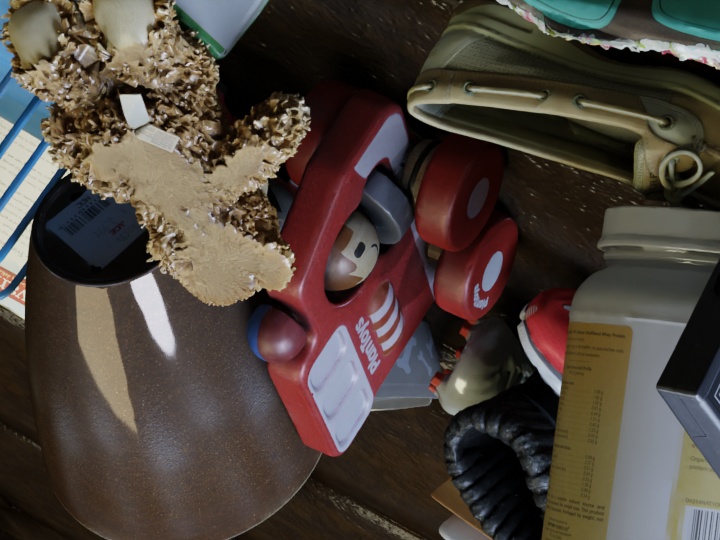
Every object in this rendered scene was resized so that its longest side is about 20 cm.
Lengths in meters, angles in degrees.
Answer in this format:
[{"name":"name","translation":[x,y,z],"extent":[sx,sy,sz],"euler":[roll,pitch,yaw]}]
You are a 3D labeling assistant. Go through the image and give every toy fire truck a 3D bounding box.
[{"name":"toy fire truck","translation":[0.000,0.000,1.107],"extent":[0.111,0.169,0.200],"euler":[23,158,22]}]

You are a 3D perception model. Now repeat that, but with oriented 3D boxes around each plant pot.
[{"name":"plant pot","translation":[-0.124,0.033,1.150],"extent":[0.186,0.187,0.201],"euler":[22,149,25]}]

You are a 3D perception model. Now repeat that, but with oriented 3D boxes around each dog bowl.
[{"name":"dog bowl","translation":[-0.038,0.068,1.349],"extent":[0.198,0.059,0.200],"euler":[-3,173,0]}]

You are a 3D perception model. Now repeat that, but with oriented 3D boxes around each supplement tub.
[{"name":"supplement tub","translation":[0.165,0.077,0.942],"extent":[0.143,0.202,0.145],"euler":[8,178,0]}]

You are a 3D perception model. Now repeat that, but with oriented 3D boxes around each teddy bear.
[{"name":"teddy bear","translation":[-0.098,-0.074,0.982],"extent":[0.144,0.067,0.200],"euler":[-30,120,33]}]

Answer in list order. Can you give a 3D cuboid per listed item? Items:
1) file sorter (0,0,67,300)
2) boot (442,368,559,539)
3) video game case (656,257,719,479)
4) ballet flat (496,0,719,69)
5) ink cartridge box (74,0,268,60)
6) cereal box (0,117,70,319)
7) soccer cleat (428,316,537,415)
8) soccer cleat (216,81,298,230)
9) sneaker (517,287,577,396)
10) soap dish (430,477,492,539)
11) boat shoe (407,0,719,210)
[{"name":"file sorter","translation":[-0.235,-0.086,1.082],"extent":[0.138,0.123,0.200],"euler":[29,162,11]},{"name":"boot","translation":[0.159,0.137,1.166],"extent":[0.210,0.158,0.080],"euler":[36,120,15]},{"name":"video game case","translation":[0.213,0.033,0.856],"extent":[0.025,0.182,0.200],"euler":[9,150,43]},{"name":"ballet flat","translation":[0.125,-0.114,0.813],"extent":[0.199,0.076,0.064],"euler":[26,175,26]},{"name":"ink cartridge box","translation":[-0.146,-0.174,1.041],"extent":[0.146,0.083,0.199],"euler":[41,159,-22]},{"name":"cereal box","translation":[-0.238,-0.083,1.285],"extent":[0.143,0.040,0.201],"euler":[32,121,1]},{"name":"soccer cleat","translation":[0.095,0.078,1.273],"extent":[0.077,0.070,0.200],"euler":[30,175,13]},{"name":"soccer cleat","translation":[-0.080,-0.039,1.254],"extent":[0.068,0.086,0.200],"euler":[12,151,42]},{"name":"sneaker","translation":[0.189,0.055,1.133],"extent":[0.199,0.077,0.085],"euler":[27,141,0]},{"name":"soap dish","translation":[0.166,0.201,1.363],"extent":[0.199,0.082,0.157],"euler":[28,-178,-42]},{"name":"boat shoe","translation":[0.120,-0.064,0.938],"extent":[0.199,0.063,0.073],"euler":[27,159,14]}]
